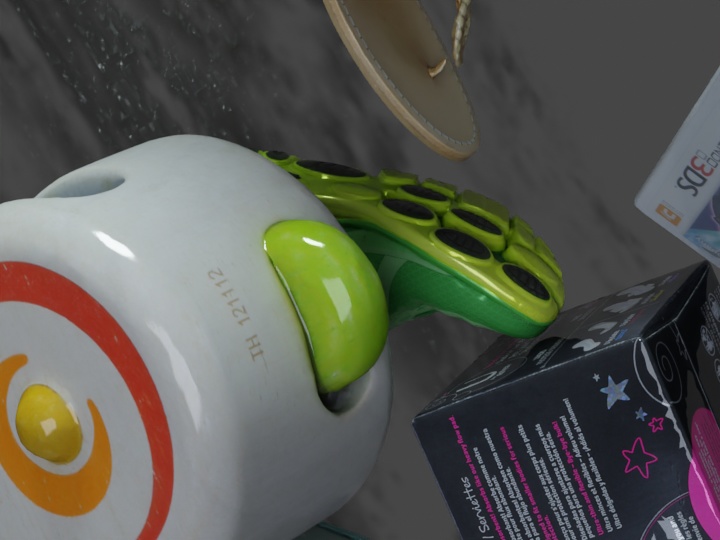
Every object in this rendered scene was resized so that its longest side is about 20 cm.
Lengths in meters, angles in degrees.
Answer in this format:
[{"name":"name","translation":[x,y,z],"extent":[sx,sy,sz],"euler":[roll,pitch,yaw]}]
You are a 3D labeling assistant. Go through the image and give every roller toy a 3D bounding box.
[{"name":"roller toy","translation":[-0.093,0.047,1.218],"extent":[0.182,0.140,0.200],"euler":[33,127,25]}]

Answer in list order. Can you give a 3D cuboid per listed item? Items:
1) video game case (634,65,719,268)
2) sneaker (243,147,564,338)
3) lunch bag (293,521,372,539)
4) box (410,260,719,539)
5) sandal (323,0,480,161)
[{"name":"video game case","translation":[0.212,-0.003,1.166],"extent":[0.200,0.182,0.023],"euler":[36,73,5]},{"name":"sneaker","translation":[0.000,0.000,1.277],"extent":[0.200,0.074,0.084],"euler":[14,112,25]},{"name":"lunch bag","translation":[-0.053,0.210,1.339],"extent":[0.160,0.077,0.200],"euler":[17,108,10]},{"name":"box","translation":[0.124,0.118,1.235],"extent":[0.115,0.132,0.200],"euler":[-20,97,23]},{"name":"sandal","translation":[0.014,-0.153,1.228],"extent":[0.070,0.078,0.212],"euler":[-31,89,28]}]
